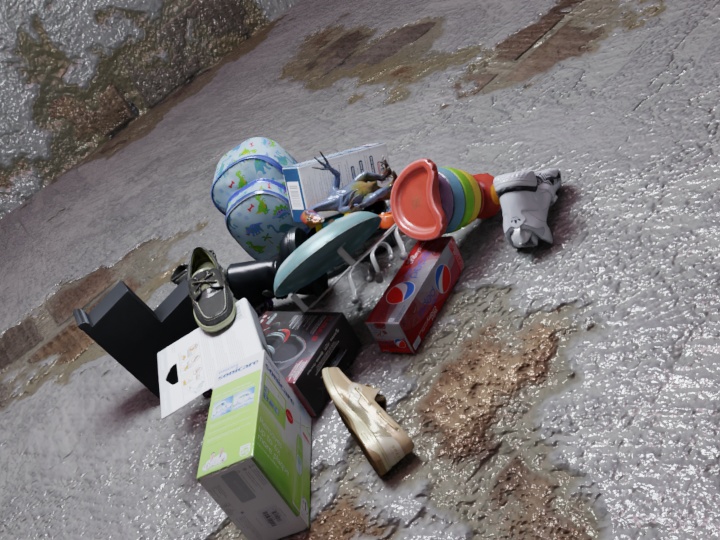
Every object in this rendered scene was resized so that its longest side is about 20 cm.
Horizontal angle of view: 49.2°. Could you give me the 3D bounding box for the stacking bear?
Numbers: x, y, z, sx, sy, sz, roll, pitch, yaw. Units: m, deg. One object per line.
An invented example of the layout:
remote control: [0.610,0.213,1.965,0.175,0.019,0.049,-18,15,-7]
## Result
stacking bear: [0.155,-0.117,1.281,0.197,0.124,0.113,-9,-2,-39]

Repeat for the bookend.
bookend: [-0.361,0.079,1.388,0.199,0.200,0.092,-47,27,-9]

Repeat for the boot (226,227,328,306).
boot: [-0.155,0.001,1.346,0.164,0.201,0.078,-7,66,9]

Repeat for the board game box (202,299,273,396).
board game box: [-0.218,0.128,1.395,0.118,0.032,0.201,-27,30,16]

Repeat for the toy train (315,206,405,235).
toy train: [0.008,-0.076,1.385,0.148,0.057,0.198,-20,15,-32]

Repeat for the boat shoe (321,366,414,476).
boat shoe: [0.008,0.191,1.062,0.064,0.072,0.200,-30,40,-9]

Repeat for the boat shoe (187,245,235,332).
boat shoe: [-0.255,0.026,1.298,0.071,0.067,0.202,-24,33,-4]

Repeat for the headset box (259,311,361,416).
headset box: [-0.103,0.140,1.222,0.197,0.076,0.149,-1,41,41]

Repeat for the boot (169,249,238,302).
boot: [-0.253,0.014,1.488,0.197,0.132,0.068,-25,30,10]

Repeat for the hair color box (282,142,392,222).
hair color box: [-0.037,-0.160,1.421,0.197,0.102,0.060,-20,16,-32]

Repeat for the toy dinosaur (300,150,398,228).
toy dinosaur: [-0.013,-0.115,1.354,0.180,0.201,0.106,-33,52,1]

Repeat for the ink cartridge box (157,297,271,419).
ink cartridge box: [-0.227,0.142,1.213,0.172,0.044,0.200,-33,28,-1]

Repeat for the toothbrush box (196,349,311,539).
toothbrush box: [-0.133,0.232,1.044,0.085,0.147,0.201,-24,30,11]

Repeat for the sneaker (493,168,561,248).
sneaker: [0.272,-0.098,1.246,0.074,0.118,0.199,-7,3,33]

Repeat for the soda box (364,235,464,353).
soda box: [0.088,0.034,1.219,0.069,0.064,0.201,-2,40,40]

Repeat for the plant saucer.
plant saucer: [-0.054,-0.030,1.189,0.199,0.028,0.200,-36,-7,-5]

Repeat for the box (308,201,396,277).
box: [-0.035,-0.062,1.490,0.197,0.046,0.160,-25,31,10]

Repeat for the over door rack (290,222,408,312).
over door rack: [0.000,0.000,1.257,0.148,0.067,0.199,-43,-10,37]

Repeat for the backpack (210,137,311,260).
backpack: [-0.179,-0.134,1.476,0.181,0.200,0.148,-30,29,25]
